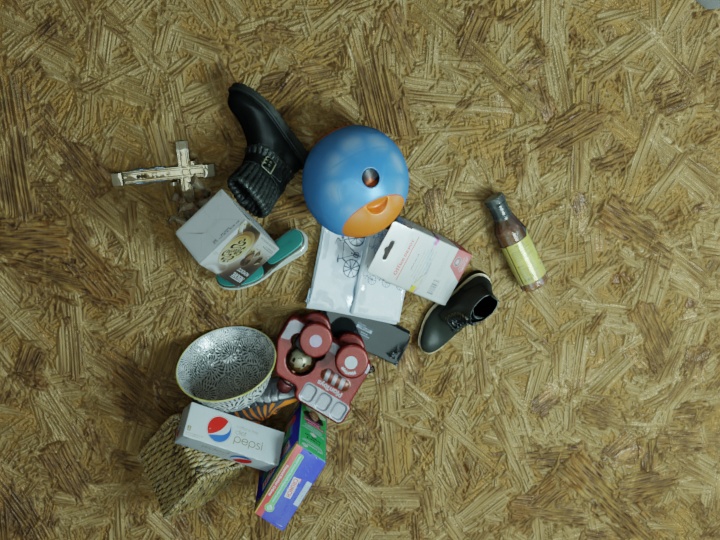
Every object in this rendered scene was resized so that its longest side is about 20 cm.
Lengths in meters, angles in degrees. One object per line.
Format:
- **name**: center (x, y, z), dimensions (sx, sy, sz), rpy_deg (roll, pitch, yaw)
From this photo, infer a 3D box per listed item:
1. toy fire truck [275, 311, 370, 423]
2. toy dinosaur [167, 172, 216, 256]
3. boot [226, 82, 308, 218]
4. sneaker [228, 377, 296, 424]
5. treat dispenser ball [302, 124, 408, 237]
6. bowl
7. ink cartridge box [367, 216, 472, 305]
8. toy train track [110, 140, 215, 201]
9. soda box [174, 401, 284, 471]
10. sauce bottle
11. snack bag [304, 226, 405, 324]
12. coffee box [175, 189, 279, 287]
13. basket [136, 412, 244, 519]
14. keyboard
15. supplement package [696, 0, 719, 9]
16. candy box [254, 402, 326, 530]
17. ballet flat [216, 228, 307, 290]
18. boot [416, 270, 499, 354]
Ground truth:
- **toy fire truck**: center (-0.082, 0.187, 1.651), dimensions (0.198, 0.112, 0.170), rpy_deg (30, 96, -9)
- **toy dinosaur**: center (-0.280, -0.101, 1.568), dimensions (0.134, 0.087, 0.199), rpy_deg (27, 147, -24)
- **boot**: center (-0.201, -0.219, 1.538), dimensions (0.212, 0.079, 0.158), rpy_deg (47, 66, -15)
- **sneaker**: center (-0.204, 0.294, 1.728), dimensions (0.196, 0.078, 0.114), rpy_deg (-12, 111, 9)
- **treat dispenser ball**: center (-0.009, -0.163, 1.539), dimensions (0.196, 0.201, 0.206), rpy_deg (-1, 106, -3)
- **bowl**: center (-0.255, 0.212, 1.653), dimensions (0.196, 0.203, 0.096), rpy_deg (-9, 130, -1)
- **ink cartridge box**: center (0.103, -0.024, 1.622), dimensions (0.197, 0.068, 0.118), rpy_deg (22, 103, -31)
- **toy train track**: center (-0.375, -0.181, 1.598), dimensions (0.195, 0.033, 0.117), rpy_deg (-6, 106, -1)
- **soda box**: center (-0.249, 0.319, 1.606), dimensions (0.197, 0.069, 0.064), rpy_deg (23, 148, -21)
- **sauce bottle**: center (0.305, -0.057, 1.659), dimensions (0.065, 0.066, 0.203), rpy_deg (-26, 107, 4)
- **snack bag**: center (0.000, 0.000, 1.670), dimensions (0.195, 0.021, 0.193), rpy_deg (11, 101, -8)
- **coffee box**: center (-0.236, -0.053, 1.524), dimensions (0.113, 0.200, 0.080), rpy_deg (-42, 73, -1)
- **basket**: center (-0.334, 0.379, 1.700), dimensions (0.200, 0.141, 0.151), rpy_deg (-48, 64, 37)
- **keyboard**: center (-0.004, 0.139, 1.719), dimensions (0.197, 0.021, 0.129), rpy_deg (27, 96, -10)
- **supplement package**: center (0.608, -0.576, 1.505), dimensions (0.198, 0.120, 0.123), rpy_deg (30, 101, -12)
- **candy box**: center (-0.137, 0.385, 1.684), dimensions (0.076, 0.200, 0.171), rpy_deg (30, 102, -11)
- **ballet flat**: center (-0.185, -0.013, 1.641), dimensions (0.197, 0.070, 0.070), rpy_deg (-29, 106, 5)
- **boot**: center (0.189, 0.098, 1.657), dimensions (0.077, 0.139, 0.201), rpy_deg (33, 102, -12)
